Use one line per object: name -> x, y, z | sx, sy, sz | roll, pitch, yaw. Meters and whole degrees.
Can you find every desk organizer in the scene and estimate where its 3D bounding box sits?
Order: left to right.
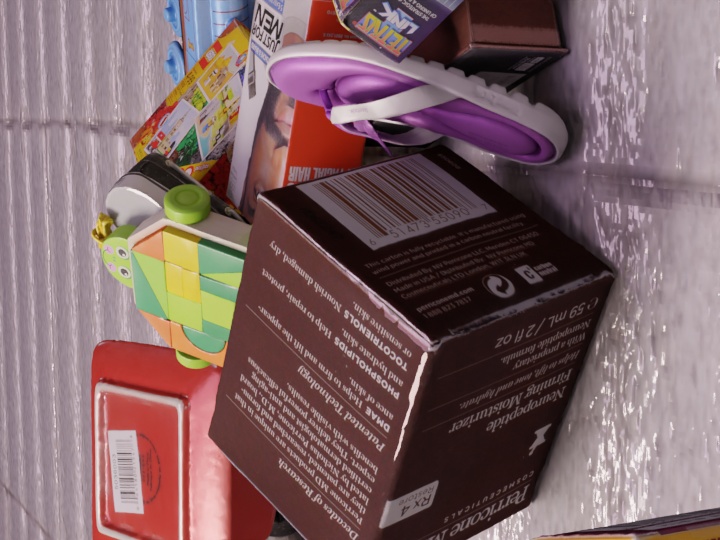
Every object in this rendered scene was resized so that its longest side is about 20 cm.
desk organizer -> 0.054, -0.150, 0.967 | 0.200, 0.071, 0.078 | 151, 114, -62

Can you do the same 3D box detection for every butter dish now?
butter dish -> -0.130, 0.159, 1.206 | 0.199, 0.147, 0.202 | 5, 97, 46

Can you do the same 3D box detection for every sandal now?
sandal -> 0.029, -0.098, 0.895 | 0.083, 0.201, 0.050 | 73, -146, -65

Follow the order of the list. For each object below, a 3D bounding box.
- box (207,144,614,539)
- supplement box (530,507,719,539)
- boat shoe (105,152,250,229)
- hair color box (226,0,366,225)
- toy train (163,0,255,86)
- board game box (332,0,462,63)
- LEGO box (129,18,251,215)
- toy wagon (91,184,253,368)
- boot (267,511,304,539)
box -> 0.027, 0.056, 0.901 | 0.164, 0.165, 0.201 | 39, 131, 33
supplement box -> 0.173, 0.222, 0.699 | 0.103, 0.130, 0.202 | -23, 73, 63
boat shoe -> -0.095, -0.012, 1.064 | 0.200, 0.064, 0.071 | 42, 137, -6
hair color box -> -0.039, -0.127, 1.014 | 0.111, 0.063, 0.202 | -135, 49, -57
toy train -> -0.131, -0.229, 1.311 | 0.114, 0.086, 0.201 | 49, 146, 48
board game box -> 0.043, -0.252, 0.879 | 0.165, 0.056, 0.201 | -42, 39, 27
LEGO box -> -0.108, -0.108, 1.190 | 0.149, 0.077, 0.200 | -48, 28, 8
toy wagon -> -0.113, 0.013, 1.020 | 0.199, 0.040, 0.156 | 19, 134, 17
boot -> -0.091, 0.227, 1.332 | 0.200, 0.069, 0.133 | -112, 14, -59
